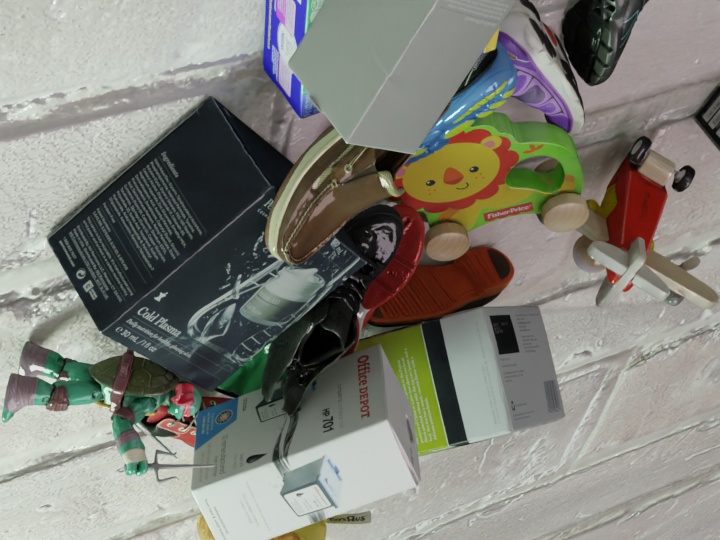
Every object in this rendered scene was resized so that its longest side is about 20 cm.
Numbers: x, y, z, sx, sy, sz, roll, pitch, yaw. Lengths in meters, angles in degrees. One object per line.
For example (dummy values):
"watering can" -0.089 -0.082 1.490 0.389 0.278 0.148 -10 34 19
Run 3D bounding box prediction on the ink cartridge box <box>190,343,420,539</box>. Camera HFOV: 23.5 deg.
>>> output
"ink cartridge box" -0.053 0.168 1.644 0.199 0.147 0.086 -22 115 8

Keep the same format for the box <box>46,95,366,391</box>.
"box" -0.134 -0.018 1.544 0.196 0.124 0.200 -41 149 8

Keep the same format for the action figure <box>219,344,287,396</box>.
"action figure" -0.088 0.030 1.700 0.117 0.055 0.201 26 107 -10

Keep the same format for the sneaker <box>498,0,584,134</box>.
"sneaker" 0.154 -0.190 1.648 0.083 0.081 0.200 -23 146 17

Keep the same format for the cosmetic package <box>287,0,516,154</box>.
"cosmetic package" 0.040 -0.199 1.326 0.090 0.107 0.201 3 132 -42

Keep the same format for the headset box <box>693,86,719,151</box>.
"headset box" 0.505 -0.196 1.940 0.199 0.093 0.174 2 135 -46

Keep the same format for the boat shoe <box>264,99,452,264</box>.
"boat shoe" 0.000 -0.083 1.427 0.203 0.075 0.075 -56 149 5

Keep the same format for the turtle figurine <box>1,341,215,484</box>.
"turtle figurine" -0.221 0.121 1.588 0.150 0.198 0.102 -97 -159 -82

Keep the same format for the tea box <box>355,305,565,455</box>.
"tea box" 0.088 0.123 1.843 0.195 0.135 0.200 -15 173 22

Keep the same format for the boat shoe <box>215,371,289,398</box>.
"boat shoe" -0.087 0.115 1.839 0.066 0.071 0.199 -10 170 41

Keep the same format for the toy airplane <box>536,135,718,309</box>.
"toy airplane" 0.276 -0.031 1.853 0.198 0.201 0.141 -11 159 -37

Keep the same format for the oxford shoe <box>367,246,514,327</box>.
"oxford shoe" 0.078 0.035 1.878 0.199 0.072 0.073 -13 149 -33

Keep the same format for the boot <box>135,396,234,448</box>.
"boot" -0.133 0.157 1.754 0.199 0.073 0.144 2 165 34

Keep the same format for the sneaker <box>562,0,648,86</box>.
"sneaker" 0.248 -0.254 1.625 0.079 0.076 0.201 -22 148 -24

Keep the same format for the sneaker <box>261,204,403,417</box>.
"sneaker" -0.023 0.036 1.626 0.060 0.104 0.200 38 104 -29

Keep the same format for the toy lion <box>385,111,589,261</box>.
"toy lion" 0.117 -0.099 1.695 0.198 0.069 0.192 -13 145 3

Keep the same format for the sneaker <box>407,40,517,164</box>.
"sneaker" 0.053 -0.154 1.582 0.199 0.083 0.071 -31 161 27

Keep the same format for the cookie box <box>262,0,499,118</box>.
"cookie box" 0.024 -0.235 1.432 0.199 0.075 0.172 -22 146 -21

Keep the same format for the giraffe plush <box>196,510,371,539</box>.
"giraffe plush" -0.090 0.232 1.934 0.198 0.173 0.163 -14 124 -13

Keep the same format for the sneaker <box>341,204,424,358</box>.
"sneaker" 0.000 0.000 1.743 0.078 0.116 0.200 33 113 -9
